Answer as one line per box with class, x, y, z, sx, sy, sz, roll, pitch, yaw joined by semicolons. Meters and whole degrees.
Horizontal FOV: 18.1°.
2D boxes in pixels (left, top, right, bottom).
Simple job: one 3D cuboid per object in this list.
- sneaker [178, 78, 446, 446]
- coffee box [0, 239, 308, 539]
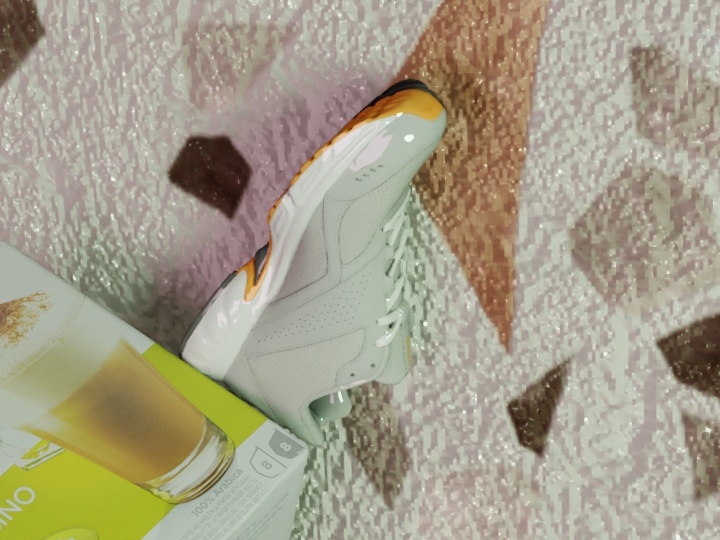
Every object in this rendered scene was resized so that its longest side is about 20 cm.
sneaker;0.000;0.000;1.023;0.092;0.076;0.200;40;132;5
coffee box;-0.171;0.149;1.070;0.198;0.200;0.200;33;140;18
